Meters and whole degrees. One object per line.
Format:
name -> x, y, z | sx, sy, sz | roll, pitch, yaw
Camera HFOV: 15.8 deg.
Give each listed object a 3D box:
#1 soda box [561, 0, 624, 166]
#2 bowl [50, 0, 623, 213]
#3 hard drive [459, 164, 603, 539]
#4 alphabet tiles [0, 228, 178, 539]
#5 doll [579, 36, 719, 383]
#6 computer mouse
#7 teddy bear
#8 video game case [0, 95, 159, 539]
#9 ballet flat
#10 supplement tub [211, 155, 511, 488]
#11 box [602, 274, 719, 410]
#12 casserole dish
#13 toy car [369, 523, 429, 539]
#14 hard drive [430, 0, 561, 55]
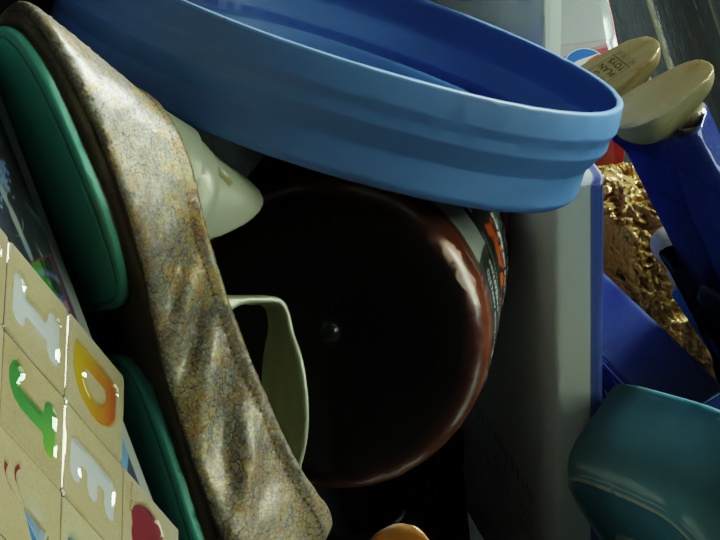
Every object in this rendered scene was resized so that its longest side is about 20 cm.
soda box -> 0.084, -0.044, 1.219 | 0.200, 0.069, 0.064 | 85, -3, -60
bowl -> -0.011, -0.069, 0.871 | 0.201, 0.199, 0.040 | -32, 141, -74
hard drive -> 0.064, 0.031, 1.021 | 0.132, 0.025, 0.201 | -120, -156, -60
alphabet tiles -> -0.095, 0.053, 0.665 | 0.167, 0.006, 0.200 | -94, 158, -44
doll -> 0.141, 0.007, 0.980 | 0.201, 0.048, 0.136 | 60, -11, -26
computer mouse -> 0.021, 0.101, 1.001 | 0.200, 0.046, 0.141 | 21, 53, -70
teddy bear -> 0.130, 0.033, 1.182 | 0.067, 0.144, 0.201 | -40, 117, -36
video game case -> -0.109, 0.039, 0.688 | 0.182, 0.023, 0.201 | -31, 100, -74
ballet flat -> -0.057, 0.007, 0.798 | 0.067, 0.068, 0.201 | -24, 106, -30
supplement tub -> 0.000, 0.000, 0.923 | 0.200, 0.106, 0.108 | -66, 135, -75
box -> 0.123, 0.068, 1.045 | 0.122, 0.032, 0.200 | 62, -6, -33
casserole dish -> 0.124, 0.101, 0.892 | 0.121, 0.039, 0.200 | 56, -8, -9
toy car -> 0.033, 0.175, 0.849 | 0.200, 0.177, 0.184 | 40, 6, -4
hard drive -> 0.013, -0.144, 0.992 | 0.200, 0.131, 0.027 | 82, 31, -63
